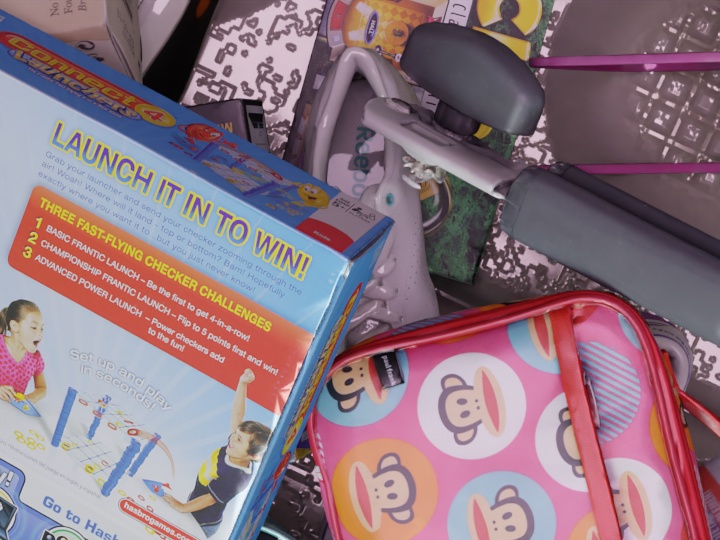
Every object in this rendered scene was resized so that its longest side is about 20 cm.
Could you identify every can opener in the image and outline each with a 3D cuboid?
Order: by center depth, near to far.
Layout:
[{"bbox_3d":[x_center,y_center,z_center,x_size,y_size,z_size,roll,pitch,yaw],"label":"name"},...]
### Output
[{"bbox_3d":[0.085,-0.035,1.140,0.200,0.053,0.067,33,113,23],"label":"can opener"}]

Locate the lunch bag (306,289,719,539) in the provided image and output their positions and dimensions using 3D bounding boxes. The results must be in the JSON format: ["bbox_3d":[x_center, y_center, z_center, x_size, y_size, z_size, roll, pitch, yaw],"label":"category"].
[{"bbox_3d":[0.079,0.111,1.144,0.175,0.082,0.201,-14,90,3],"label":"lunch bag"}]

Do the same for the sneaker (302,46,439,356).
[{"bbox_3d":[0.000,0.000,1.205,0.075,0.089,0.201,-6,78,2],"label":"sneaker"}]

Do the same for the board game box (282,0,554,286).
[{"bbox_3d":[0.031,-0.103,1.277,0.104,0.023,0.201,15,92,-1],"label":"board game box"}]

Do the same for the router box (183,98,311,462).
[{"bbox_3d":[-0.130,0.018,1.202,0.199,0.052,0.158,-9,91,9],"label":"router box"}]

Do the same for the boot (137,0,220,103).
[{"bbox_3d":[-0.140,-0.137,1.262,0.144,0.072,0.201,26,95,11],"label":"boot"}]

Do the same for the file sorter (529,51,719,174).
[{"bbox_3d":[0.146,-0.137,1.205,0.125,0.139,0.201,1,93,26],"label":"file sorter"}]

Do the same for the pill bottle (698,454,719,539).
[{"bbox_3d":[0.114,0.180,1.238,0.199,0.111,0.112,-34,91,1],"label":"pill bottle"}]

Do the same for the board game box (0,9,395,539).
[{"bbox_3d":[-0.114,0.024,1.112,0.199,0.056,0.197,29,114,10],"label":"board game box"}]

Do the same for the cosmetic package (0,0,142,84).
[{"bbox_3d":[-0.198,-0.113,1.180,0.199,0.073,0.104,-9,63,5],"label":"cosmetic package"}]

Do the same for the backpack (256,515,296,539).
[{"bbox_3d":[-0.088,0.197,1.221,0.199,0.153,0.176,-29,91,0],"label":"backpack"}]

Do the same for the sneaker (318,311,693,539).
[{"bbox_3d":[0.062,0.085,1.237,0.200,0.114,0.073,-38,92,3],"label":"sneaker"}]
